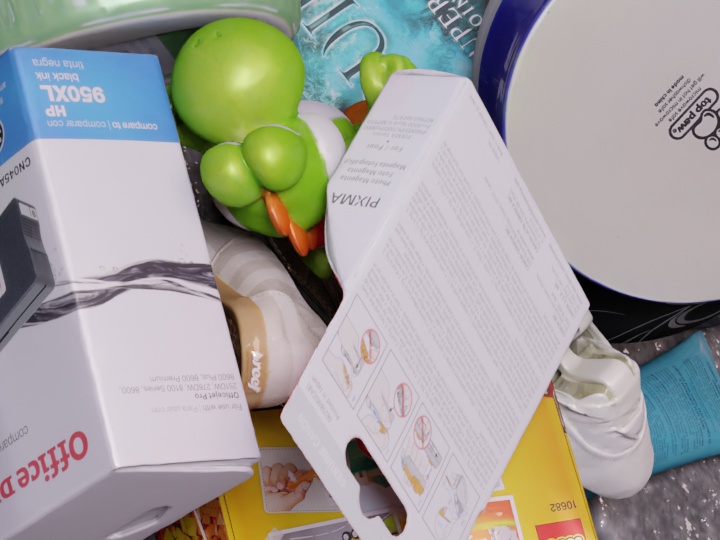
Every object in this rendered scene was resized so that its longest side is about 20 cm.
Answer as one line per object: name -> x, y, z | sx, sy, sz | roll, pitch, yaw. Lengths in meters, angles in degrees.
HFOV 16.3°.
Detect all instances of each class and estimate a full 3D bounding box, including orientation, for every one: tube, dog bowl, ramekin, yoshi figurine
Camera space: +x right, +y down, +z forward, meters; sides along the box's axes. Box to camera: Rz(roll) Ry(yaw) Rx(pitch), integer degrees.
tube -> 0.163, 0.088, 1.446 | 0.200, 0.050, 0.078 | -15, 84, -51
dog bowl -> 0.158, -0.088, 1.238 | 0.200, 0.200, 0.079 | 39, 12, -20
ramekin -> -0.124, -0.141, 1.206 | 0.200, 0.200, 0.098 | -4, 77, -44
yoshi figurine -> -0.037, -0.071, 1.184 | 0.112, 0.113, 0.200 | 34, 6, 8

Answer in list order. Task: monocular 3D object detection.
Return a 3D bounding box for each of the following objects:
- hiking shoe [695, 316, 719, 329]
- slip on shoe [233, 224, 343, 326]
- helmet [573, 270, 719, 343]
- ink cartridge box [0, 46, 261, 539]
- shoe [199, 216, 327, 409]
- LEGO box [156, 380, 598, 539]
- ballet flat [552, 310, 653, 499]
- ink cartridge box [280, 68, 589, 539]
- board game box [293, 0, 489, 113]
hiking shoe -> 0.211, -0.059, 1.565 | 0.101, 0.076, 0.200 | 4, 73, -51
slip on shoe -> 0.000, 0.000, 1.331 | 0.076, 0.061, 0.200 | -31, 89, -48
helmet -> 0.153, -0.053, 1.411 | 0.200, 0.191, 0.200 | 0, 89, -16
ink cartridge box -> -0.137, 0.021, 1.129 | 0.084, 0.145, 0.200 | 0, 66, -41
shoe -> -0.062, 0.020, 1.188 | 0.053, 0.200, 0.070 | -6, 109, -20
LEGO box -> 0.011, 0.131, 1.216 | 0.200, 0.077, 0.149 | -5, 70, -28
ballet flat -> 0.104, 0.043, 1.308 | 0.200, 0.069, 0.069 | 53, 42, -18
ink cartridge box -> 0.023, 0.034, 1.143 | 0.200, 0.057, 0.163 | -57, 136, -28
board game box -> -0.002, -0.124, 1.327 | 0.135, 0.028, 0.200 | -35, 69, -7
